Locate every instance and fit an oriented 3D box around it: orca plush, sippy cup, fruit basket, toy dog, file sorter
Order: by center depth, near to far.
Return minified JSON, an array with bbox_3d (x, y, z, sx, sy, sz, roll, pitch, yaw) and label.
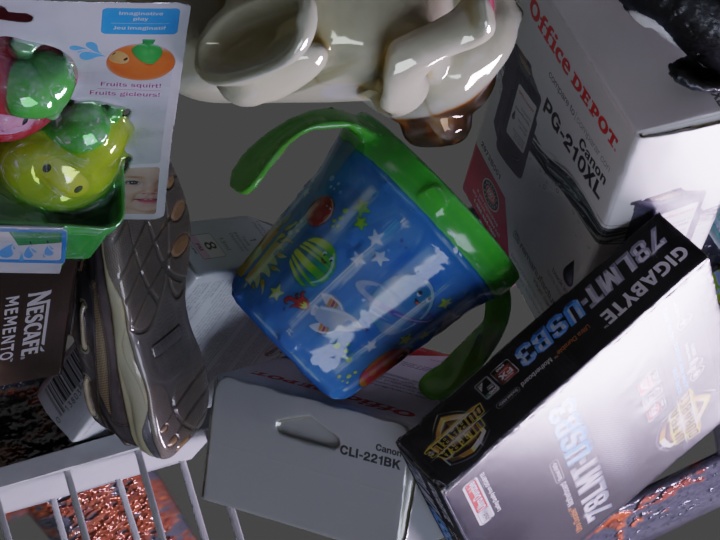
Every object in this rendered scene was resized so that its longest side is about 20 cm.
[{"bbox_3d":[-0.180,-0.071,1.009,0.185,0.094,0.200,1,158,-10],"label":"fruit basket"},{"bbox_3d":[-0.006,-0.124,1.063,0.200,0.140,0.194,7,147,-40],"label":"toy dog"},{"bbox_3d":[0.183,-0.168,1.099,0.105,0.200,0.071,-48,-177,-23],"label":"orca plush"},{"bbox_3d":[0.000,0.000,1.206,0.130,0.178,0.140,-43,174,-3],"label":"sippy cup"},{"bbox_3d":[-0.179,0.183,1.335,0.200,0.125,0.139,-16,171,-16],"label":"file sorter"}]

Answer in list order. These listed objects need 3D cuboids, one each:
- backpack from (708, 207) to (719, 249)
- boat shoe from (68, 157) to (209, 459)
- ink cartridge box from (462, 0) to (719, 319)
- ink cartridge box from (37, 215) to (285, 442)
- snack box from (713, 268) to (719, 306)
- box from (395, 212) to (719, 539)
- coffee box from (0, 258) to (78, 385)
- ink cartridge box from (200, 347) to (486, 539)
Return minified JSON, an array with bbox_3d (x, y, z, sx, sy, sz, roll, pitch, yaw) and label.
[{"bbox_3d":[0.274,-0.059,1.277,0.167,0.200,0.127,4,137,-38],"label":"backpack"},{"bbox_3d":[-0.140,0.013,1.177,0.074,0.073,0.200,-36,127,-54],"label":"boat shoe"},{"bbox_3d":[0.141,-0.070,1.222,0.084,0.145,0.200,-13,144,-21],"label":"ink cartridge box"},{"bbox_3d":[-0.085,0.032,1.318,0.200,0.057,0.163,-13,149,-51],"label":"ink cartridge box"},{"bbox_3d":[0.376,0.009,1.560,0.200,0.068,0.169,-32,147,8],"label":"snack box"},{"bbox_3d":[0.126,0.088,1.209,0.198,0.050,0.200,-41,149,-10],"label":"box"},{"bbox_3d":[-0.262,0.013,1.126,0.200,0.080,0.113,-11,143,-22],"label":"coffee box"},{"bbox_3d":[0.013,0.105,1.309,0.200,0.144,0.084,-10,110,-62],"label":"ink cartridge box"}]
